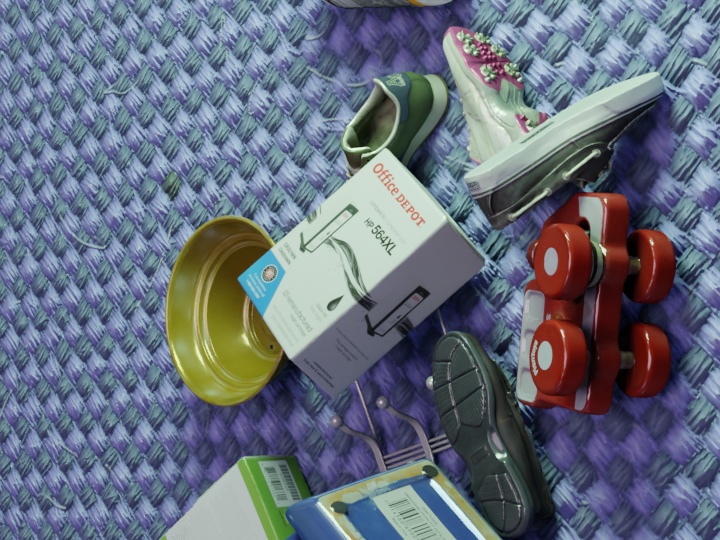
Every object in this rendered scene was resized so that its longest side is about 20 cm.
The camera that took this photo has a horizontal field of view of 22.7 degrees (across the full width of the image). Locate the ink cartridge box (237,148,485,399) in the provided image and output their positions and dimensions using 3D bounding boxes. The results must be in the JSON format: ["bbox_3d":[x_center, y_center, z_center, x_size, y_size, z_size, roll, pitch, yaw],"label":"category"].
[{"bbox_3d":[0.000,0.000,1.730,0.200,0.084,0.146,-42,41,3],"label":"ink cartridge box"}]

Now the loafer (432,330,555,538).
[{"bbox_3d":[0.125,0.152,1.674,0.072,0.063,0.201,-33,68,39],"label":"loafer"}]

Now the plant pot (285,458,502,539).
[{"bbox_3d":[0.029,0.296,1.643,0.200,0.199,0.181,47,135,34],"label":"plant pot"}]

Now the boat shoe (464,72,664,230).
[{"bbox_3d":[0.190,-0.107,1.600,0.199,0.071,0.064,-31,100,-1],"label":"boat shoe"}]

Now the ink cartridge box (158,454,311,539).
[{"bbox_3d":[-0.128,0.310,1.911,0.200,0.075,0.149,-44,59,34],"label":"ink cartridge box"}]

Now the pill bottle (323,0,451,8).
[{"bbox_3d":[0.010,-0.322,1.794,0.199,0.116,0.117,8,92,45],"label":"pill bottle"}]

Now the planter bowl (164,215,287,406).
[{"bbox_3d":[-0.115,0.044,1.911,0.199,0.083,0.202,-4,85,45],"label":"planter bowl"}]

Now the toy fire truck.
[{"bbox_3d":[0.191,0.030,1.607,0.168,0.111,0.202,-171,84,-66],"label":"toy fire truck"}]

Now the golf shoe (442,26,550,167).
[{"bbox_3d":[0.122,-0.145,1.702,0.092,0.075,0.201,-51,54,33],"label":"golf shoe"}]

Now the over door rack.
[{"bbox_3d":[0.035,0.104,1.772,0.147,0.066,0.202,-24,70,40],"label":"over door rack"}]

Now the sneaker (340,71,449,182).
[{"bbox_3d":[0.007,-0.114,1.798,0.067,0.089,0.201,45,117,36],"label":"sneaker"}]
